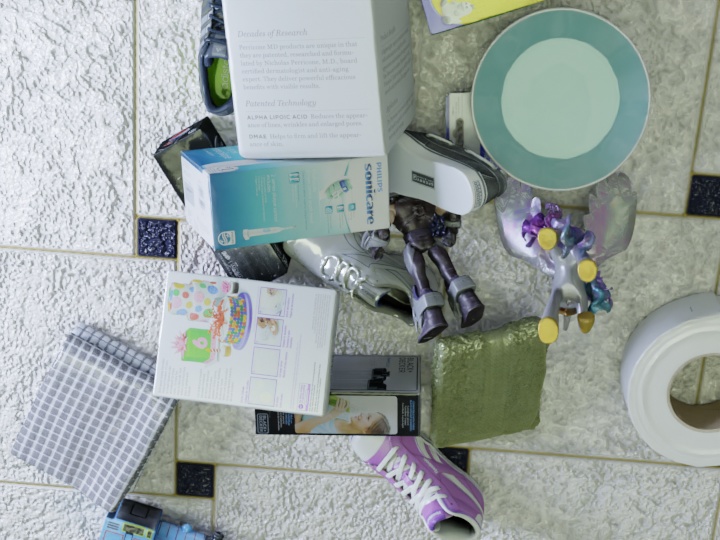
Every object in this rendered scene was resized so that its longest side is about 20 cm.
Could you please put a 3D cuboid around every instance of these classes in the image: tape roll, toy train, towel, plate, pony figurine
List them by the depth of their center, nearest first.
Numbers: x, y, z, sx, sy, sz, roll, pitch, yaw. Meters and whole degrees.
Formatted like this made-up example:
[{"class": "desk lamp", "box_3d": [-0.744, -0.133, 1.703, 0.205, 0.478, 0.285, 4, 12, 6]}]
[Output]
[{"class": "plate", "box_3d": [0.221, -0.189, 1.416, 0.199, 0.026, 0.202, 0, 98, 2]}, {"class": "pony figurine", "box_3d": [0.233, -0.017, 1.452, 0.165, 0.200, 0.194, -1, 95, 10]}, {"class": "towel", "box_3d": [0.152, 0.138, 1.536, 0.147, 0.037, 0.201, -12, 136, -9]}, {"class": "tape roll", "box_3d": [0.418, 0.133, 1.544, 0.201, 0.071, 0.204, 1, 111, 3]}, {"class": "towel", "box_3d": [-0.329, 0.188, 1.593, 0.165, 0.086, 0.201, 27, 110, -7]}, {"class": "toy train", "box_3d": [-0.256, 0.376, 1.663, 0.199, 0.087, 0.115, 18, 105, -4]}]

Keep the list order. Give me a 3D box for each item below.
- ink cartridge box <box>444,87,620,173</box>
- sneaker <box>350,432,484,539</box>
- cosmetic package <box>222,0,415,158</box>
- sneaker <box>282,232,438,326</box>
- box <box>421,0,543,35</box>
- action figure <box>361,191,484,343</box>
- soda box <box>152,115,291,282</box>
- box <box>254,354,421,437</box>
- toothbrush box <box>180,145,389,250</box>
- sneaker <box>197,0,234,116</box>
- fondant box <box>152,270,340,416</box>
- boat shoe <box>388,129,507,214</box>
[{"class": "ink cartridge box", "box_3d": [0.195, -0.162, 1.460, 0.199, 0.039, 0.100, 0, 110, 1]}, {"class": "sneaker", "box_3d": [0.074, 0.264, 1.588, 0.200, 0.114, 0.073, 32, 111, -8]}, {"class": "cosmetic package", "box_3d": [-0.040, -0.238, 1.363, 0.164, 0.165, 0.201, 0, 110, 14]}, {"class": "sneaker", "box_3d": [0.000, 0.000, 1.505, 0.199, 0.087, 0.075, 23, 117, -4]}, {"class": "box", "box_3d": [0.156, -0.342, 1.390, 0.199, 0.048, 0.118, -17, 109, 7]}, {"class": "action figure", "box_3d": [0.070, -0.024, 1.469, 0.129, 0.069, 0.201, -14, 70, -14]}, {"class": "soda box", "box_3d": [-0.159, -0.075, 1.497, 0.070, 0.063, 0.201, -27, 108, 12]}, {"class": "box", "box_3d": [-0.024, 0.150, 1.549, 0.199, 0.117, 0.061, 1, 109, 4]}, {"class": "toothbrush box", "box_3d": [-0.083, -0.089, 1.396, 0.199, 0.146, 0.086, -7, 107, -17]}, {"class": "sneaker", "box_3d": [-0.146, -0.264, 1.415, 0.073, 0.081, 0.201, 1, 111, 2]}, {"class": "fondant box", "box_3d": [-0.129, 0.083, 1.465, 0.199, 0.058, 0.145, 7, 89, 3]}, {"class": "boat shoe", "box_3d": [0.080, -0.121, 1.432, 0.068, 0.200, 0.072, -22, 122, -35]}]
